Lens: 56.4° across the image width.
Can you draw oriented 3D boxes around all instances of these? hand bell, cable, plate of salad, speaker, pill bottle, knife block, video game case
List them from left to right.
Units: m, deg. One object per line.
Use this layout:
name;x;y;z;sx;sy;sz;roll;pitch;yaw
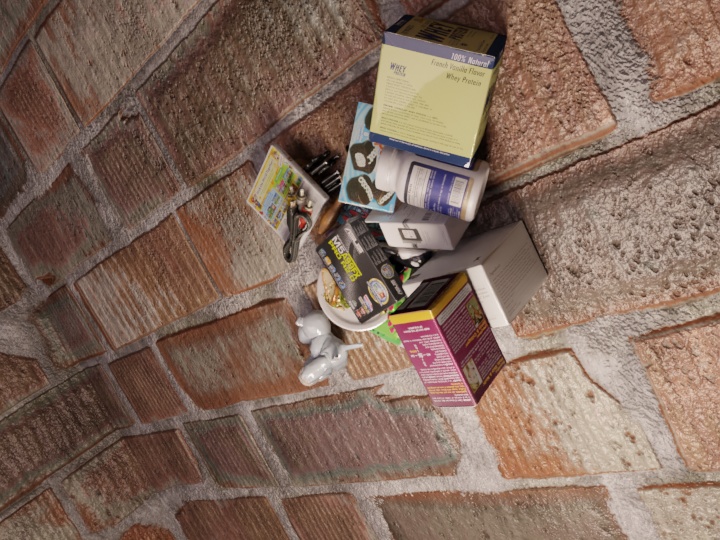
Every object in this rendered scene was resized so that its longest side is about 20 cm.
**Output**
video game case;-0.175;-0.168;1.582;0.182;0.023;0.200;45;136;9
cable;-0.138;-0.091;1.538;0.097;0.050;0.202;40;143;31
knife block;-0.100;-0.184;1.570;0.174;0.064;0.202;26;129;27
hand bell;-0.038;-0.159;1.461;0.104;0.104;0.201;40;115;14
plate of salad;-0.006;0.038;1.549;0.197;0.048;0.203;-1;85;9
speaker;0.057;0.111;1.598;0.199;0.088;0.089;27;130;25
pill bottle;0.134;-0.174;1.270;0.198;0.116;0.117;18;127;12

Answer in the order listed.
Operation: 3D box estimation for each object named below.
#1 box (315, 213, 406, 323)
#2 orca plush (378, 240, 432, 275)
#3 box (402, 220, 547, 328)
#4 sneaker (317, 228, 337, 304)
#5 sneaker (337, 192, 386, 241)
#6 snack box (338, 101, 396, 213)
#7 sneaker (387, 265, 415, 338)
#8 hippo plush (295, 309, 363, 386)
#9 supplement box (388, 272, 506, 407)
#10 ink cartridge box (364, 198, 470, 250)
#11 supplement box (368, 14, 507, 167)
box;0.000;0.000;1.452;0.201;0.044;0.160;58;145;2
orca plush;0.066;-0.023;1.454;0.198;0.105;0.072;8;102;25
box;0.226;0.020;1.320;0.198;0.200;0.132;-17;105;44
sneaker;-0.060;-0.005;1.633;0.079;0.084;0.203;5;110;-10
sneaker;0.023;-0.129;1.489;0.198;0.079;0.097;21;124;29
snack box;0.031;-0.226;1.355;0.115;0.037;0.203;11;92;-1
sneaker;0.104;0.052;1.509;0.076;0.083;0.203;0;85;46
hippo plush;-0.117;0.191;1.737;0.162;0.158;0.200;57;156;13
supplement box;0.159;0.125;1.206;0.103;0.131;0.202;-13;110;44
ink cartridge box;0.121;-0.108;1.386;0.198;0.116;0.067;5;136;38
supplement box;0.136;-0.325;1.205;0.198;0.135;0.202;17;126;12
